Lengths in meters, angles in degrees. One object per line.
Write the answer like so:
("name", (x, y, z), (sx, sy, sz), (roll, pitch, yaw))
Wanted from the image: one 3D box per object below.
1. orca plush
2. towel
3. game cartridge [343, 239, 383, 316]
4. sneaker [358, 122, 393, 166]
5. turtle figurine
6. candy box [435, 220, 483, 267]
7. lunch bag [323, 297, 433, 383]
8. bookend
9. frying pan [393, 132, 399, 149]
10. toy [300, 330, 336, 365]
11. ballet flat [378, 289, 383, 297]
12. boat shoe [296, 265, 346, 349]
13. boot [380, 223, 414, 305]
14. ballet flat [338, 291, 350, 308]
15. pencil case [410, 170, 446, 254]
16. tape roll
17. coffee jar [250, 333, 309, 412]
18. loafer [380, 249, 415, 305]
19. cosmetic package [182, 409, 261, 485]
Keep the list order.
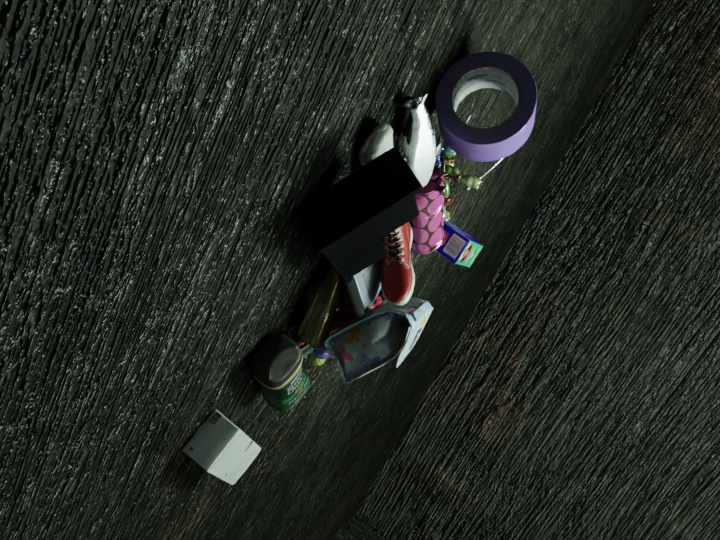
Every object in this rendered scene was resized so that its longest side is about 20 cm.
("orca plush", (0.094, -0.255, 1.291), (0.105, 0.071, 0.200), (-42, 141, -11))
("towel", (-0.050, 0.110, 1.480), (0.199, 0.023, 0.144), (-34, 167, 12))
("game cartridge", (0.015, -0.020, 1.378), (0.201, 0.040, 0.134), (-61, 145, -48))
("sneaker", (0.051, -0.184, 1.230), (0.078, 0.099, 0.201), (-47, 160, -26))
("turtle figurine", (0.225, -0.221, 1.553), (0.200, 0.144, 0.195), (-36, 156, -39))
("candy box", (0.212, -0.087, 1.699), (0.077, 0.169, 0.200), (-56, 162, 11))
("lunch bag", (0.051, 0.135, 1.404), (0.199, 0.128, 0.169), (-31, 179, 20))
("bookend", (0.015, -0.091, 1.191), (0.199, 0.093, 0.199), (-32, 159, 1))
("frying pan", (0.054, -0.184, 1.352), (0.115, 0.031, 0.190), (-55, 152, -12))
("toy", (-0.080, 0.185, 1.541), (0.115, 0.047, 0.200), (-34, 168, 9))
("ballet flat", (0.033, 0.036, 1.559), (0.072, 0.200, 0.069), (-3, 92, -23))
("boat shoe", (-0.079, 0.059, 1.359), (0.202, 0.066, 0.074), (-69, 163, 9))
("boot", (0.064, -0.042, 1.345), (0.145, 0.072, 0.202), (63, 26, -59))
("ballet flat", (0.000, 0.000, 1.493), (0.200, 0.067, 0.064), (-43, 130, -24))
("pencil case", (0.150, -0.132, 1.509), (0.093, 0.091, 0.201), (-34, 145, -21))
("tape roll", (0.252, -0.328, 1.346), (0.201, 0.199, 0.085), (-55, 162, -4))
("coffee jar", (-0.162, 0.210, 1.370), (0.104, 0.085, 0.201), (-49, 160, -21))
("loafer", (0.080, 0.027, 1.712), (0.201, 0.068, 0.070), (-57, 153, -12))
("cosmetic package", (-0.275, 0.362, 1.356), (0.102, 0.074, 0.200), (-52, 163, -16))
